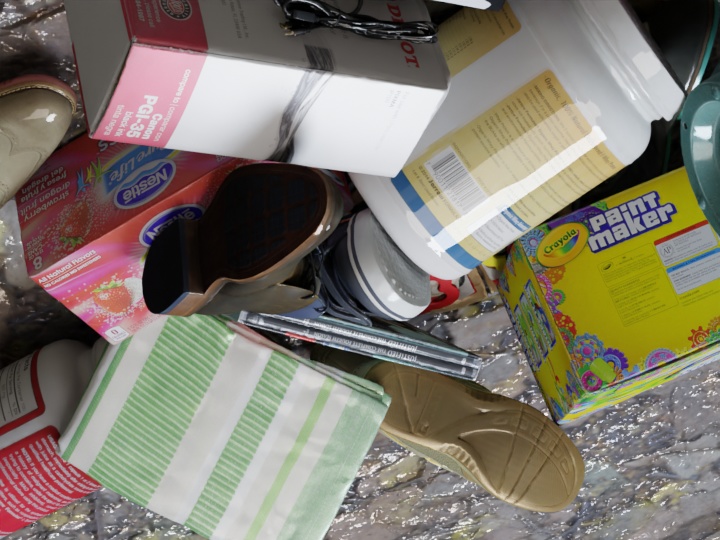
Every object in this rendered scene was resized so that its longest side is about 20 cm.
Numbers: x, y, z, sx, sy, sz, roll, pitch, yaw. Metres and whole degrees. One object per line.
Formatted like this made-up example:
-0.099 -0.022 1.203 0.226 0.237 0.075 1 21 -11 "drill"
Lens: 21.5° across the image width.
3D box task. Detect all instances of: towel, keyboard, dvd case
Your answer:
-0.097 0.111 1.335 0.200 0.023 0.153 27 97 -10 "towel"
-0.001 -0.183 1.110 0.199 0.127 0.021 6 147 -26 "keyboard"
-0.031 0.033 1.357 0.200 0.146 0.022 17 93 -31 "dvd case"

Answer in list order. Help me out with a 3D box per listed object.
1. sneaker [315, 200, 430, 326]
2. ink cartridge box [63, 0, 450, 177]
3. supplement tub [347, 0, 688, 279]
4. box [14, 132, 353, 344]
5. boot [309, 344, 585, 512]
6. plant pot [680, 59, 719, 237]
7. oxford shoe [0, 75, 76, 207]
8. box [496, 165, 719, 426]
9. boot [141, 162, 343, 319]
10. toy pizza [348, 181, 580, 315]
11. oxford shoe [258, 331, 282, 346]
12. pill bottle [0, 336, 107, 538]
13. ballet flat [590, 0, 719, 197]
0.000 0.000 1.255 0.079 0.200 0.079 -28 96 11 "sneaker"
-0.064 -0.141 1.121 0.199 0.147 0.083 7 136 -26 "ink cartridge box"
0.096 -0.102 1.222 0.200 0.145 0.145 -34 139 13 "supplement tub"
-0.118 -0.051 1.250 0.200 0.096 0.100 -29 139 14 "box"
0.063 0.113 1.454 0.200 0.155 0.073 25 88 -20 "boot"
0.283 -0.080 1.168 0.134 0.201 0.201 -20 143 -16 "plant pot"
-0.250 -0.045 1.213 0.200 0.075 0.070 -40 136 26 "oxford shoe"
0.216 0.011 1.352 0.199 0.122 0.193 -22 169 -5 "box"
-0.046 -0.016 1.160 0.097 0.075 0.200 9 162 -34 "boot"
0.069 -0.027 1.399 0.199 0.032 0.201 -10 141 -8 "toy pizza"
-0.108 0.072 1.405 0.075 0.070 0.200 -49 133 4 "oxford shoe"
-0.237 0.121 1.400 0.200 0.112 0.112 -27 141 13 "pill bottle"
0.193 -0.116 1.313 0.068 0.068 0.200 0 139 -7 "ballet flat"
